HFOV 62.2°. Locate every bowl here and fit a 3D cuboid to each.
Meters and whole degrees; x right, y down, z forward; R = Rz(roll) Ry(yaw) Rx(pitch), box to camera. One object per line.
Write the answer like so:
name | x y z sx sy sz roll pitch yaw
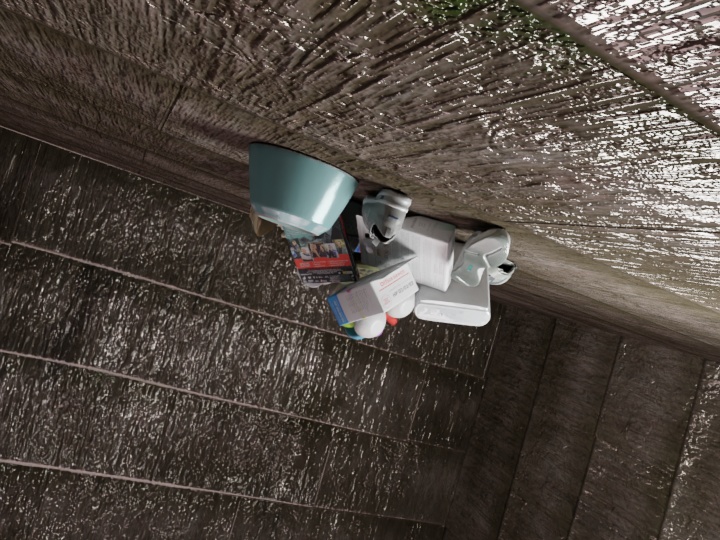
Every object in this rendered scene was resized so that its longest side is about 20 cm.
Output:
bowl | -0.108 -0.126 1.004 0.194 0.109 0.201 17 180 0

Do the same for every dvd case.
dvd case | -0.090 -0.066 1.240 0.142 0.205 0.022 -3 -150 28

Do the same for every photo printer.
photo printer | 0.202 0.019 1.308 0.160 0.204 0.071 7 137 4

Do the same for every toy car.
toy car | 0.030 0.086 1.423 0.175 0.197 0.153 42 154 40

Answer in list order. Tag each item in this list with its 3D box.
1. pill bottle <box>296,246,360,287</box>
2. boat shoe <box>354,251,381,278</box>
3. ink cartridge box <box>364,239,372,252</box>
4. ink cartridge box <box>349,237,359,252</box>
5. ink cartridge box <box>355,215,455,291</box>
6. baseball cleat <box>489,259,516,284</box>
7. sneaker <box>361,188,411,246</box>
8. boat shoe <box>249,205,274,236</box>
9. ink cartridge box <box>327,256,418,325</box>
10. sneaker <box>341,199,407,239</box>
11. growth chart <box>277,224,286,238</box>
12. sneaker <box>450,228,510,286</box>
pill bottle | -0.083 -0.033 1.542 0.109 0.116 0.200 16 -152 20
boat shoe | 0.000 0.000 1.349 0.194 0.065 0.073 4 -157 29
ink cartridge box | 0.034 -0.074 1.473 0.172 0.044 0.199 40 174 -15
ink cartridge box | -0.090 -0.106 1.302 0.199 0.059 0.104 42 -157 -4
ink cartridge box | 0.092 -0.048 1.206 0.195 0.051 0.163 20 148 18
baseball cleat | 0.272 0.006 1.406 0.193 0.072 0.107 -14 164 -12
sneaker | 0.031 -0.084 1.046 0.073 0.084 0.200 21 173 -4
boat shoe | -0.225 -0.157 1.381 0.066 0.071 0.201 55 153 14
ink cartridge box | 0.035 0.043 1.212 0.114 0.070 0.198 -29 -175 -38
sneaker | 0.023 -0.092 1.298 0.196 0.080 0.146 17 176 6
growth chart | -0.177 -0.138 1.436 0.142 0.018 0.203 14 141 40
sneaker | 0.215 -0.041 1.070 0.069 0.082 0.201 24 159 -2
